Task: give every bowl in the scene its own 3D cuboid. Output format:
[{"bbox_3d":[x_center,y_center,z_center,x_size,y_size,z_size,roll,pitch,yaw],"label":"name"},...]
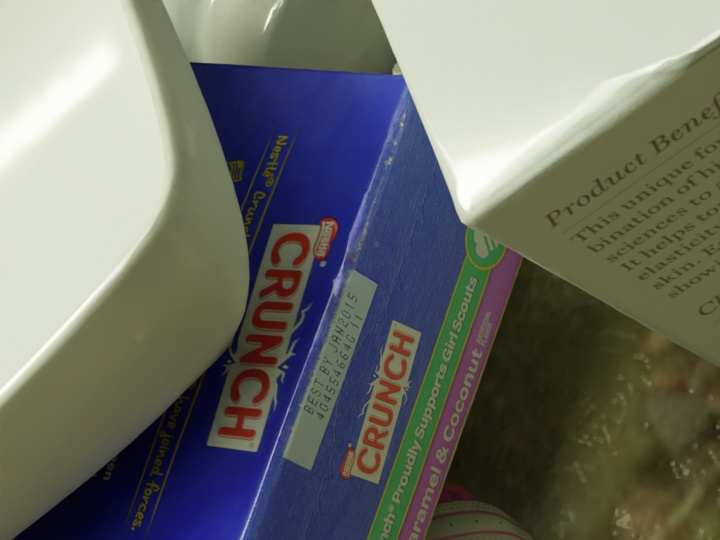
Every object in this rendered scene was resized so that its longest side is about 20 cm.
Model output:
[{"bbox_3d":[-0.118,0.000,0.699,0.200,0.075,0.200,-39,43,14],"label":"bowl"}]

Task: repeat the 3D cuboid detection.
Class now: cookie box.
[{"bbox_3d":[-0.060,0.026,0.746,0.200,0.075,0.172,9,73,46],"label":"cookie box"}]

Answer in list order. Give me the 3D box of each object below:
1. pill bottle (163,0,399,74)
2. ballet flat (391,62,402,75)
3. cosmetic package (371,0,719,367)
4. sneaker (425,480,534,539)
[{"bbox_3d":[-0.062,-0.116,0.870,0.200,0.109,0.110,34,95,41],"label":"pill bottle"},{"bbox_3d":[0.000,0.000,0.797,0.200,0.076,0.064,-58,12,5],"label":"ballet flat"},{"bbox_3d":[0.117,-0.090,0.663,0.167,0.200,0.167,-35,55,21],"label":"cosmetic package"},{"bbox_3d":[0.026,0.111,0.734,0.200,0.081,0.088,15,84,39],"label":"sneaker"}]
